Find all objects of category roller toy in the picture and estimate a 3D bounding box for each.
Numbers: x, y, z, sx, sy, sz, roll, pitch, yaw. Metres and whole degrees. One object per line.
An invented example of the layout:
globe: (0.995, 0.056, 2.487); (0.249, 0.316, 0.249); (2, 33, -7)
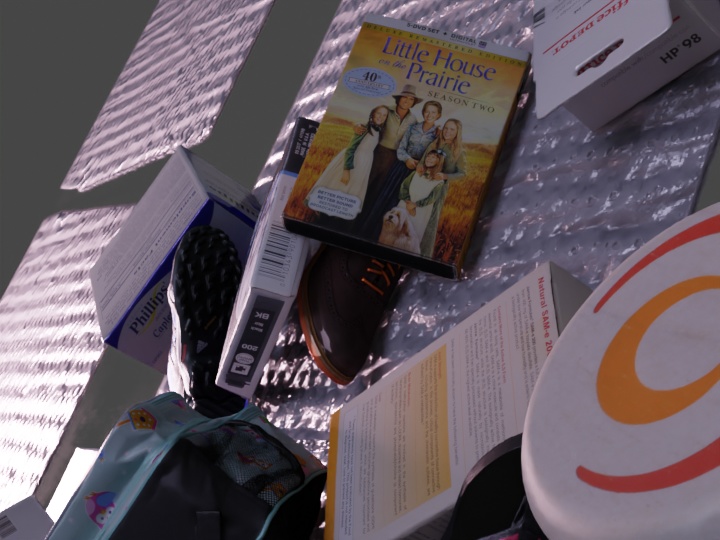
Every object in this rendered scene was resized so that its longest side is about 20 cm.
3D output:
roller toy: (0.169, 0.074, 0.441); (0.199, 0.140, 0.183); (-31, 26, 38)

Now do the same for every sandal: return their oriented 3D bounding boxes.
sandal: (0.067, 0.162, 0.570); (0.201, 0.075, 0.045); (-60, 12, 31)

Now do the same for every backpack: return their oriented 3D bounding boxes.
backpack: (-0.113, 0.176, 0.740); (0.153, 0.200, 0.177); (35, 101, 18)

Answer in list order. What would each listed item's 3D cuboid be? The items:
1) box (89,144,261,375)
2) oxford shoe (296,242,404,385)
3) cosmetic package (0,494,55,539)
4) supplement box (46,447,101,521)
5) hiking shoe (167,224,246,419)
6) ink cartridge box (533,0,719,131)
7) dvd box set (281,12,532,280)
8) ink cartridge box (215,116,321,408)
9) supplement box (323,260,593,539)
box: (-0.191, -0.011, 1.165); (0.184, 0.105, 0.200); (-53, 27, 8)
oxford shoe: (0.000, 0.000, 0.878); (0.072, 0.071, 0.201); (-28, 39, 34)
cosmetic package: (-0.215, 0.270, 0.828); (0.200, 0.050, 0.083); (40, 139, 30)
supplement box: (-0.188, 0.218, 0.924); (0.199, 0.101, 0.104); (-12, 51, 54)
hiking shoe: (-0.157, 0.058, 1.024); (0.087, 0.074, 0.202); (-29, 58, 53)
ink cartridge box: (0.184, -0.182, 0.763); (0.116, 0.066, 0.201); (-33, 35, 38)
dvd box set: (0.040, -0.103, 0.860); (0.029, 0.145, 0.201); (78, -149, -65)
ink cartridge box: (-0.080, 0.002, 0.951); (0.201, 0.043, 0.199); (115, 169, -48)
supplement box: (0.068, 0.105, 0.647); (0.200, 0.073, 0.127); (-38, 32, 33)
